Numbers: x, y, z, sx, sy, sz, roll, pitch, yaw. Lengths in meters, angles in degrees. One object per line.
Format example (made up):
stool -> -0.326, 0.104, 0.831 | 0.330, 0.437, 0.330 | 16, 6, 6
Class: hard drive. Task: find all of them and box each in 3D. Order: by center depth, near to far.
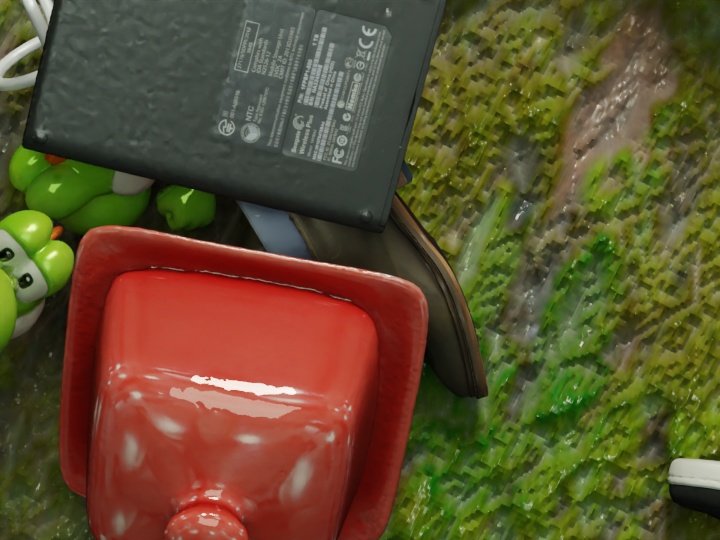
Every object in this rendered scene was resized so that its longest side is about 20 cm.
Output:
hard drive -> -0.066, -0.110, 1.079 | 0.198, 0.033, 0.141 | 13, 103, -12

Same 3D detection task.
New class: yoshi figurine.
yoshi figurine -> -0.238, 0.032, 1.111 | 0.112, 0.199, 0.113 | 26, 49, -34
yoshi figurine -> -0.108, -0.085, 1.178 | 0.199, 0.112, 0.113 | -30, 126, -16

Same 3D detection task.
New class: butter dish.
butter dish -> -0.074, 0.100, 1.106 | 0.197, 0.148, 0.201 | 11, 127, 0

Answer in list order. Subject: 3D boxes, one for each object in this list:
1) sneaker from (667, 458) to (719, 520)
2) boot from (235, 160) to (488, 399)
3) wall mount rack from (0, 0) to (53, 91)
sneaker -> 0.264, 0.181, 1.178 | 0.198, 0.073, 0.113 | 15, 86, -2
boot -> 0.000, 0.000, 1.171 | 0.096, 0.075, 0.201 | -25, 107, -1
wall mount rack -> -0.133, -0.183, 1.159 | 0.198, 0.174, 0.075 | -24, 119, -1
